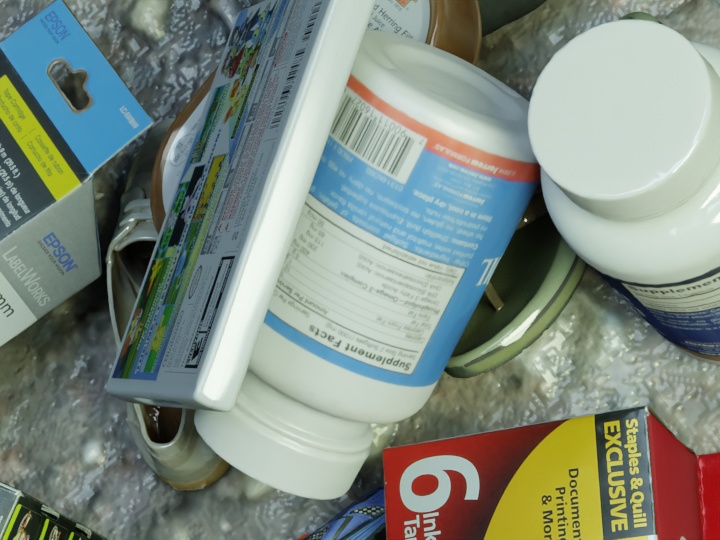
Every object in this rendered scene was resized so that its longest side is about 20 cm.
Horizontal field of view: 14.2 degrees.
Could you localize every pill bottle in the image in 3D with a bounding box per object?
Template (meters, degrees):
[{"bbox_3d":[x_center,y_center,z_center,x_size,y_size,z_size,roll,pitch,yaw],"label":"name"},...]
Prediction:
[{"bbox_3d":[0.146,-0.036,1.295,0.111,0.200,0.111,-9,68,22],"label":"pill bottle"},{"bbox_3d":[0.000,0.000,1.336,0.112,0.112,0.200,38,111,30],"label":"pill bottle"}]

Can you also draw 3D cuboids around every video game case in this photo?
[{"bbox_3d":[-0.056,-0.033,1.323,0.022,0.182,0.200,21,83,-16],"label":"video game case"}]

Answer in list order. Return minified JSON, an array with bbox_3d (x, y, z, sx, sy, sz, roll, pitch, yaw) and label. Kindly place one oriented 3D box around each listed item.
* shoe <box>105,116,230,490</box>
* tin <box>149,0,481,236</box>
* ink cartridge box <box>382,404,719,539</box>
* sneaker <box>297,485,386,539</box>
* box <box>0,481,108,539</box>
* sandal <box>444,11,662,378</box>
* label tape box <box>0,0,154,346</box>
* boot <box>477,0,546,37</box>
[{"bbox_3d":[-0.092,0.010,1.473,0.070,0.053,0.200,-12,68,21],"label":"shoe"},{"bbox_3d":[-0.024,-0.076,1.417,0.200,0.042,0.112,-51,57,10],"label":"tin"},{"bbox_3d":[0.108,0.171,1.307,0.175,0.084,0.200,-11,68,20],"label":"ink cartridge box"},{"bbox_3d":[-0.058,0.159,1.395,0.200,0.075,0.078,-34,58,8],"label":"sneaker"},{"bbox_3d":[-0.194,0.200,1.371,0.047,0.193,0.200,21,82,13],"label":"box"},{"bbox_3d":[0.082,-0.040,1.391,0.201,0.057,0.080,-64,23,-9],"label":"sandal"},{"bbox_3d":[-0.199,-0.033,1.504,0.200,0.063,0.144,-35,42,-2],"label":"label tape box"},{"bbox_3d":[0.022,-0.063,1.437,0.182,0.073,0.200,-13,60,34],"label":"boot"}]
